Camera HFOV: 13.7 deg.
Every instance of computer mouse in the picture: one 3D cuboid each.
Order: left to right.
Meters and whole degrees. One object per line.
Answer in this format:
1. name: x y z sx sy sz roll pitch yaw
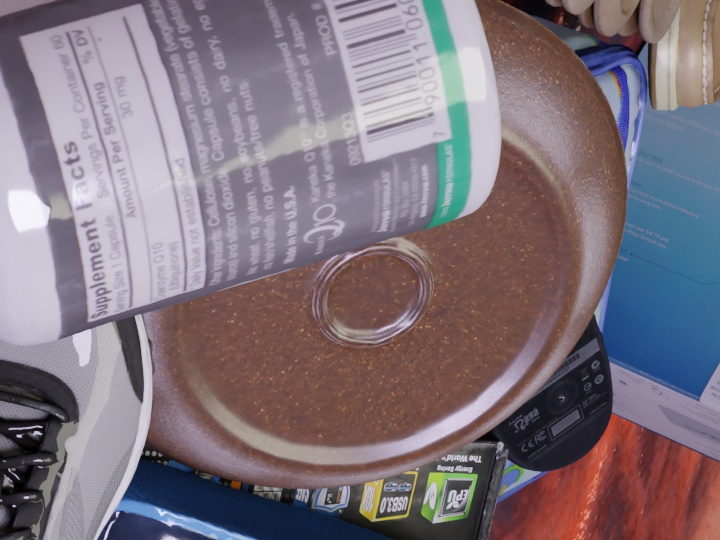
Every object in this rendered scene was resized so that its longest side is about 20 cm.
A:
1. computer mouse: 0.052 0.000 1.106 0.059 0.034 0.200 -32 133 -16

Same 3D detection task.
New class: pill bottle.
1. pill bottle: -0.070 -0.044 0.871 0.200 0.113 0.113 -16 129 -12

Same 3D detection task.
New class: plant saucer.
1. plant saucer: 0.000 0.000 0.998 0.200 0.037 0.201 -9 125 -13

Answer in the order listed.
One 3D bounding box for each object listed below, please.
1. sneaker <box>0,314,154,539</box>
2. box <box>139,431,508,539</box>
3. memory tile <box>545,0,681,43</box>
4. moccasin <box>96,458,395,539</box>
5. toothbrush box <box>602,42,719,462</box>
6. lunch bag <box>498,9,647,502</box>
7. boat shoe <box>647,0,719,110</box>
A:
1. sneaker: -0.115 0.082 0.952 0.079 0.074 0.200 -74 178 -81
2. box: -0.059 0.140 1.097 0.200 0.048 0.193 5 105 -28
3. memory tile: 0.097 -0.157 1.021 0.200 0.017 0.153 5 102 -72
4. moccasin: -0.018 0.125 1.050 0.200 0.080 0.068 23 102 -16
5. toothbrush box: 0.173 -0.024 1.295 0.200 0.146 0.085 -59 147 -12
6. lunch bag: 0.039 0.000 1.186 0.161 0.082 0.200 -19 126 -51
7. boat shoe: 0.167 -0.130 1.238 0.200 0.066 0.074 -60 155 -48
